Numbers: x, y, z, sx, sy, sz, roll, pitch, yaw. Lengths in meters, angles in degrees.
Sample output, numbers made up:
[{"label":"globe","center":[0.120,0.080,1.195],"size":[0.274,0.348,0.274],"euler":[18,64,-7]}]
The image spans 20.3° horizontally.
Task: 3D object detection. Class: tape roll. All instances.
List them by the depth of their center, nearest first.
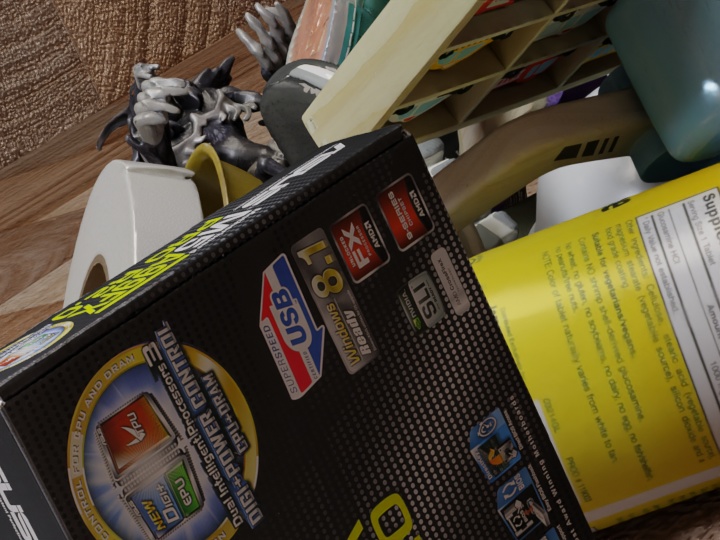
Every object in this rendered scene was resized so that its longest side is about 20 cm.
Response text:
[{"label":"tape roll","center":[-0.115,0.048,0.966],"size":[0.037,0.205,0.203],"euler":[7,4,-17]}]

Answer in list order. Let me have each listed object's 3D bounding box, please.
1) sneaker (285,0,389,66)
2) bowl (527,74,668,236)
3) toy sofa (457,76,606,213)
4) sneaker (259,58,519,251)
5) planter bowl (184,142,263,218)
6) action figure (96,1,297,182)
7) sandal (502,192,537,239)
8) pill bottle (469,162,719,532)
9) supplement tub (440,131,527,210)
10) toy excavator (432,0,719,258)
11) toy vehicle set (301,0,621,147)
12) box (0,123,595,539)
[{"label":"sneaker","center":[0.018,-0.137,0.995],"size":[0.072,0.079,0.201],"euler":[-56,12,39]},{"label":"bowl","center":[0.164,-0.055,0.908],"size":[0.199,0.091,0.201],"euler":[-11,26,5]},{"label":"toy sofa","center":[0.103,-0.102,1.026],"size":[0.082,0.098,0.200],"euler":[-7,-17,-8]},{"label":"sneaker","center":[0.000,0.000,0.857],"size":[0.115,0.200,0.075],"euler":[-40,-24,-19]},{"label":"planter bowl","center":[-0.043,0.044,0.951],"size":[0.083,0.202,0.200],"euler":[4,6,-14]},{"label":"action figure","center":[-0.062,-0.079,1.033],"size":[0.199,0.103,0.119],"euler":[17,51,31]},{"label":"sandal","center":[0.144,-0.043,1.043],"size":[0.200,0.080,0.057],"euler":[-32,-32,3]},{"label":"pill bottle","center":[0.118,0.026,0.745],"size":[0.199,0.113,0.113],"euler":[-20,13,9]},{"label":"supplement tub","center":[0.004,-0.017,1.131],"size":[0.122,0.123,0.200],"euler":[-17,15,36]},{"label":"toy excavator","center":[0.114,-0.066,0.784],"size":[0.199,0.100,0.195],"euler":[-10,-24,-30]},{"label":"toy vehicle set","center":[0.081,-0.107,0.776],"size":[0.199,0.027,0.124],"euler":[-23,-18,-42]},{"label":"box","center":[-0.010,0.083,0.576],"size":[0.160,0.201,0.044],"euler":[-34,15,-36]}]
